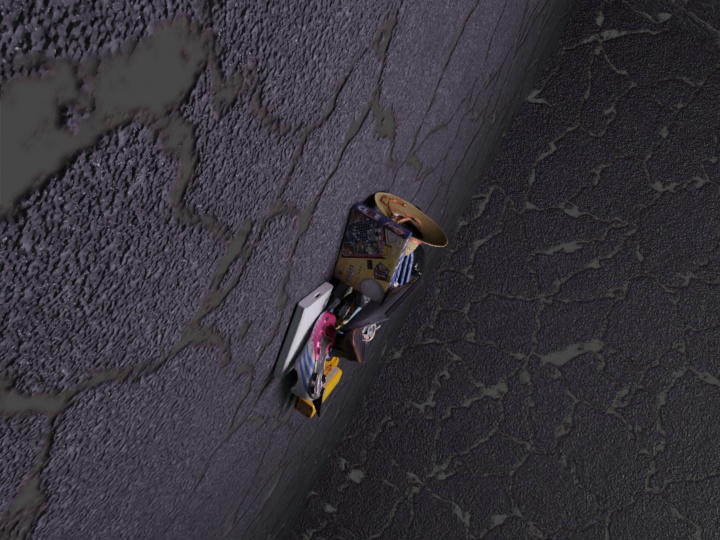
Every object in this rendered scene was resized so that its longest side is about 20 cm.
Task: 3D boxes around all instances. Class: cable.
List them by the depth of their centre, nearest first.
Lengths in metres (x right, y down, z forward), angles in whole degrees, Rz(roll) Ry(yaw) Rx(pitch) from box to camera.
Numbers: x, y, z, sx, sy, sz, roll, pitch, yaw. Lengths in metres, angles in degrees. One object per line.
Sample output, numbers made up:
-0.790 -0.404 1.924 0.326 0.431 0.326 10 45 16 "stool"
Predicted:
-0.028 0.093 1.239 0.097 0.050 0.200 -50 -176 -16 "cable"

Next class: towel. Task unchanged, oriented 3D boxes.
0.107 -0.046 1.336 0.201 0.048 0.113 -84 -173 -67 "towel"

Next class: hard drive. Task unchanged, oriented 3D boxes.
-0.128 0.134 1.159 0.132 0.026 0.202 -40 155 -59 "hard drive"

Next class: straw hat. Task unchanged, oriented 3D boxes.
0.095 -0.085 1.181 0.086 0.200 0.201 -57 170 25 "straw hat"

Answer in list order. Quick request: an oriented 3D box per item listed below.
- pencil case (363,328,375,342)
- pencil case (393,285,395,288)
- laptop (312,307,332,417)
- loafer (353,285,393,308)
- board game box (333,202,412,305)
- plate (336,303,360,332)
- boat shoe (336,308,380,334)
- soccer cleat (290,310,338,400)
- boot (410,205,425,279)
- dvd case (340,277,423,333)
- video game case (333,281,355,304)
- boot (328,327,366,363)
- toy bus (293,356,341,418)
-0.011 0.202 1.522 0.090 0.077 0.201 -57 175 -27 "pencil case"
0.091 0.024 1.607 0.078 0.089 0.200 -48 173 19 "pencil case"
-0.092 0.242 1.351 0.114 0.202 0.188 -18 150 -17 "laptop"
0.054 0.023 1.421 0.200 0.072 0.073 -49 163 -43 "loafer"
0.021 -0.033 1.132 0.035 0.134 0.202 -46 162 -45 "board game box"
-0.032 0.141 1.505 0.201 0.025 0.200 -50 172 -10 "plate"
0.001 0.152 1.388 0.200 0.062 0.075 -43 -173 -39 "boat shoe"
-0.111 0.187 1.160 0.070 0.085 0.203 35 61 -51 "soccer cleat"
0.165 -0.080 1.586 0.162 0.072 0.202 33 63 -66 "boot"
0.048 0.084 1.211 0.142 0.018 0.199 -43 -172 -35 "dvd case"
0.000 0.000 1.376 0.184 0.023 0.200 -60 168 -3 "video game case"
-0.040 0.180 1.210 0.200 0.095 0.076 74 19 -68 "boot"
-0.118 0.325 1.501 0.200 0.078 0.066 -47 162 -47 "toy bus"
